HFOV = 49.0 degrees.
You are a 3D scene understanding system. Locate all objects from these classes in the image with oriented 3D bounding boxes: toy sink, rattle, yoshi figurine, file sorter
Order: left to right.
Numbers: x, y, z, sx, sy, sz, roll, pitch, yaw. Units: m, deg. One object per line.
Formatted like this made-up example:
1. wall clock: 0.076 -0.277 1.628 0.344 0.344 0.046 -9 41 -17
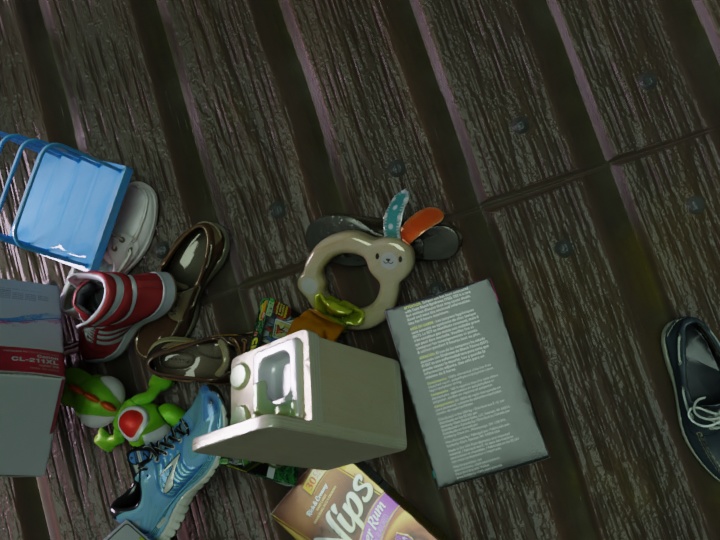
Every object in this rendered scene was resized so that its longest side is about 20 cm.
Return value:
1. file sorter: -0.411 -0.094 0.986 0.199 0.123 0.139 15 86 36
2. yoshi figurine: -0.289 0.185 1.002 0.200 0.113 0.112 31 129 -3
3. toy sink: -0.065 0.139 0.848 0.130 0.200 0.112 -25 58 38
4. rattle: 0.000 0.000 0.922 0.200 0.143 0.130 -36 77 26

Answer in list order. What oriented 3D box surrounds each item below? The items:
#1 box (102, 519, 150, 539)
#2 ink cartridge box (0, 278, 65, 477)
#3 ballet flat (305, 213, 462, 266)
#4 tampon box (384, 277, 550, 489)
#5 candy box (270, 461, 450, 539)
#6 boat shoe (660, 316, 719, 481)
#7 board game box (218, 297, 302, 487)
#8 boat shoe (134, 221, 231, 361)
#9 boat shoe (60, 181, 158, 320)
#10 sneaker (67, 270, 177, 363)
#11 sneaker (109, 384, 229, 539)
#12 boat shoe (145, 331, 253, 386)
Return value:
1. box: -0.271 0.394 0.920 0.116 0.060 0.200 36 129 12
2. ink cartridge box: -0.407 0.122 0.939 0.083 0.200 0.146 8 116 -26
3. ballet flat: 0.030 -0.041 0.997 0.199 0.046 0.068 0 105 14
4. tampon box: 0.121 0.126 0.905 0.126 0.150 0.201 -17 81 6
5. candy box: 0.004 0.313 0.949 0.200 0.056 0.117 39 90 12
6. boat shoe: 0.405 0.149 0.906 0.075 0.062 0.201 -13 82 5
7. board game box: -0.097 0.144 0.936 0.023 0.105 0.201 -10 59 41
8. boat shoe: -0.239 0.024 1.009 0.076 0.072 0.201 24 87 10
9. boat shoe: -0.329 -0.026 1.030 0.071 0.069 0.201 24 87 10
10. sneaker: -0.324 0.057 0.964 0.200 0.112 0.071 -36 65 34
11. sneaker: -0.220 0.219 0.907 0.090 0.078 0.200 28 93 -25
12. boat shoe: -0.164 0.111 0.971 0.199 0.072 0.072 3 90 -8
